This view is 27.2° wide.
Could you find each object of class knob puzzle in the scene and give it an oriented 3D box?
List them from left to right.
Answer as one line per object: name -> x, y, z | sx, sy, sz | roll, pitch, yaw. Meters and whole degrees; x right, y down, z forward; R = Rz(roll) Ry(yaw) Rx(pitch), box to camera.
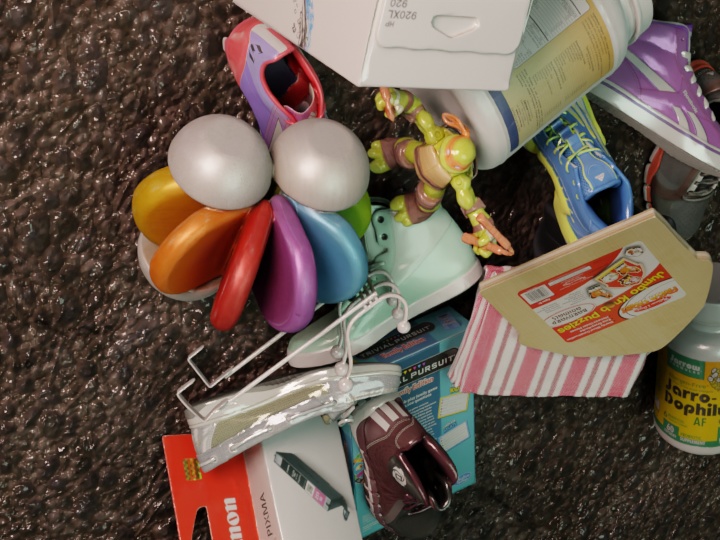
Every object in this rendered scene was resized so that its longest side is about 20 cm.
knob puzzle -> 0.229, 0.020, 1.364 | 0.216, 0.031, 0.221 | -4, 144, -3

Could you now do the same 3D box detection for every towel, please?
towel -> 0.192, 0.058, 1.432 | 0.197, 0.030, 0.148 | 3, 127, -17

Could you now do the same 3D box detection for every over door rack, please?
over door rack -> -0.051, 0.071, 1.260 | 0.198, 0.148, 0.067 | -25, 98, 0

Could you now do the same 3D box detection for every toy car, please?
toy car -> -0.078, -0.021, 1.181 | 0.197, 0.151, 0.176 | 0, 143, -23

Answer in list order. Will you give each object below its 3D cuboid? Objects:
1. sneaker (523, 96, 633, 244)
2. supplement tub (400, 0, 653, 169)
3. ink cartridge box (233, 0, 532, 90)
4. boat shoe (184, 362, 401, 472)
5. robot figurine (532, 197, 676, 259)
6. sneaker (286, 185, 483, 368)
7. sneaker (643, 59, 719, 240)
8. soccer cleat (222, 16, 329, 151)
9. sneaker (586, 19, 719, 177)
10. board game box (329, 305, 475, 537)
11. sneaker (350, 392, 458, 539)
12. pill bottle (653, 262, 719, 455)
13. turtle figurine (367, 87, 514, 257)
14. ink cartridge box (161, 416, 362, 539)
sneaker -> 0.203, -0.109, 1.358 | 0.075, 0.105, 0.202 | -24, 91, -12
supplement tub -> 0.140, -0.199, 1.282 | 0.199, 0.144, 0.145 | -39, 133, -12
ink cartridge box -> 0.021, -0.238, 1.129 | 0.146, 0.200, 0.146 | -4, 119, -35
boat shoe -> -0.056, 0.126, 1.343 | 0.199, 0.074, 0.066 | -14, 89, -11
robot figurine -> 0.242, 0.009, 1.496 | 0.126, 0.148, 0.202 | -73, 153, -45
sneaker -> 0.000, 0.000, 1.360 | 0.199, 0.074, 0.119 | -30, 106, 0
sneaker -> 0.348, -0.111, 1.536 | 0.076, 0.082, 0.202 | -20, 126, -26
soccer cleat -> -0.050, -0.123, 1.230 | 0.066, 0.076, 0.201 | -38, 132, -12
sneaker -> 0.317, -0.174, 1.447 | 0.199, 0.073, 0.115 | 31, 89, -20
board game box -> 0.042, 0.153, 1.486 | 0.150, 0.047, 0.202 | -21, 127, -26
sneaker -> 0.054, 0.212, 1.418 | 0.075, 0.115, 0.201 | -35, 131, -14
pill bottle -> 0.390, 0.097, 1.672 | 0.112, 0.113, 0.202 | -21, 128, -25
turtle figurine -> 0.057, -0.097, 1.240 | 0.064, 0.161, 0.201 | -40, 98, -17
ink cartridge box -> -0.081, 0.234, 1.356 | 0.172, 0.203, 0.043 | 2, 158, -38
